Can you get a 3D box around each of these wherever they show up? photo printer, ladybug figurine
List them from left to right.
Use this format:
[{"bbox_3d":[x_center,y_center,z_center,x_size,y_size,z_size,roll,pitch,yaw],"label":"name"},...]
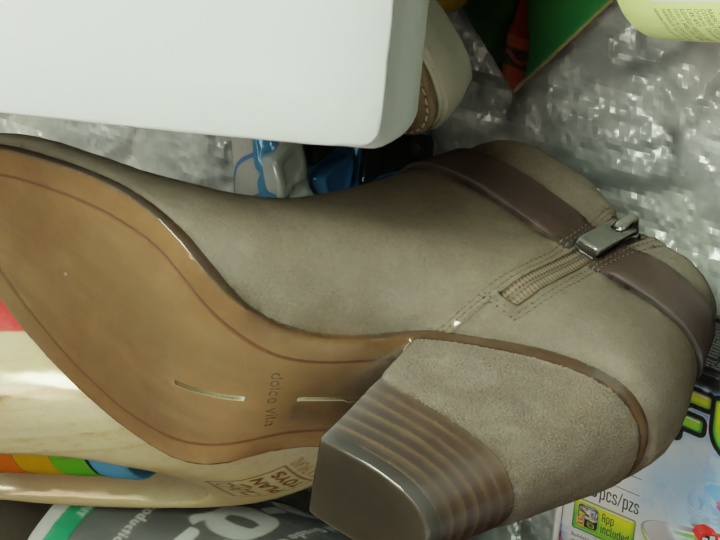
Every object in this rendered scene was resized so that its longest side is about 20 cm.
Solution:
[{"bbox_3d":[-0.093,0.030,0.800,0.199,0.136,0.072,1,75,19],"label":"ladybug figurine"},{"bbox_3d":[-0.058,-0.136,0.626,0.165,0.070,0.201,7,113,1],"label":"photo printer"}]

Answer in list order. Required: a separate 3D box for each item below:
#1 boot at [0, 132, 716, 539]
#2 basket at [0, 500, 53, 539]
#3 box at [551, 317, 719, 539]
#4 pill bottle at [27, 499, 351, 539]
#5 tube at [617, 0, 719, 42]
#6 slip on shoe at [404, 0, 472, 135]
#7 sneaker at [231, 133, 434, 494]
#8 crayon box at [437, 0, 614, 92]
[{"bbox_3d":[0.000,0.000,0.732,0.200,0.146,0.070,38,134,16],"label":"boot"},{"bbox_3d":[-0.147,0.090,0.953,0.180,0.136,0.201,-5,107,48],"label":"basket"},{"bbox_3d":[0.148,0.090,0.754,0.199,0.035,0.111,22,120,34],"label":"box"},{"bbox_3d":[-0.017,0.139,0.828,0.199,0.113,0.114,16,117,43],"label":"pill bottle"},{"bbox_3d":[0.153,-0.080,0.647,0.199,0.058,0.052,7,84,46],"label":"tube"},{"bbox_3d":[-0.056,-0.094,0.725,0.200,0.061,0.076,41,158,-25],"label":"slip on shoe"},{"bbox_3d":[-0.022,-0.008,0.843,0.086,0.075,0.201,7,111,46],"label":"sneaker"},{"bbox_3d":[0.015,-0.162,0.762,0.200,0.051,0.127,56,133,9],"label":"crayon box"}]
